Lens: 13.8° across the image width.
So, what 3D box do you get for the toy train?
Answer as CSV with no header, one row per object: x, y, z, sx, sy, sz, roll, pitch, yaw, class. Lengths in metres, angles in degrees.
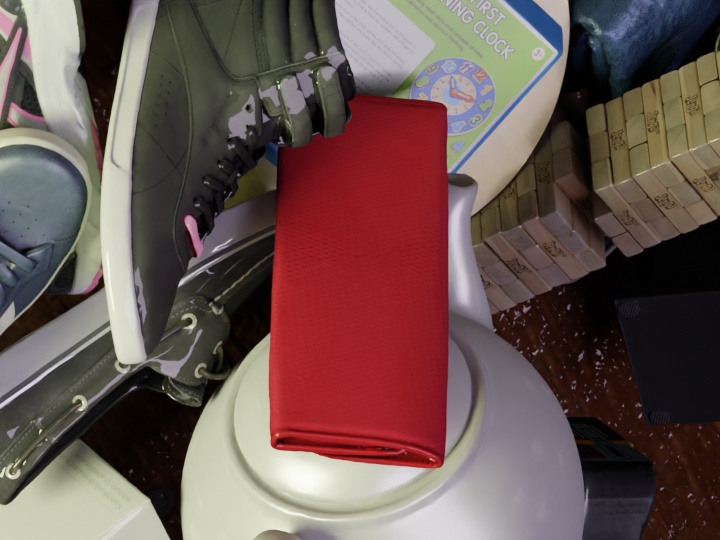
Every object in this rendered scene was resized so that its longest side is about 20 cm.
0.053,0.101,1.491,0.200,0.114,0.085,4,110,-40,toy train

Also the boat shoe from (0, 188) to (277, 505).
-0.094,0.035,1.327,0.200,0.066,0.070,-32,175,-16,boat shoe

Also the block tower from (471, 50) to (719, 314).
0.112,-0.039,1.425,0.200,0.058,0.054,-22,138,24,block tower

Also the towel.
0.178,-0.160,1.460,0.200,0.049,0.112,-43,166,-11,towel

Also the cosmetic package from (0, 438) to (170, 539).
-0.122,0.174,1.399,0.085,0.108,0.200,-37,132,-17,cosmetic package

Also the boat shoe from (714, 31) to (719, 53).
0.203,-0.104,1.452,0.066,0.072,0.201,-27,151,-14,boat shoe

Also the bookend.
0.247,-0.024,1.573,0.200,0.199,0.092,-6,129,15,bookend

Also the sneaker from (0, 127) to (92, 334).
-0.181,0.030,1.244,0.075,0.085,0.200,33,111,-25,sneaker

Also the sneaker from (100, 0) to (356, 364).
-0.055,-0.053,1.270,0.071,0.099,0.200,92,4,-68,sneaker

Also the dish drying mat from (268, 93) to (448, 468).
0.000,0.000,1.288,0.077,0.200,0.018,5,138,-5,dish drying mat

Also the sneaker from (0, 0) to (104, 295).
-0.157,-0.076,1.269,0.086,0.080,0.200,-9,126,-5,sneaker

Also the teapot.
0.002,0.087,1.322,0.197,0.200,0.146,-23,142,-5,teapot

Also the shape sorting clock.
0.003,-0.102,1.375,0.200,0.039,0.200,-7,114,-16,shape sorting clock

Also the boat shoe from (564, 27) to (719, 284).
0.154,-0.056,1.522,0.200,0.057,0.067,-36,131,-17,boat shoe
